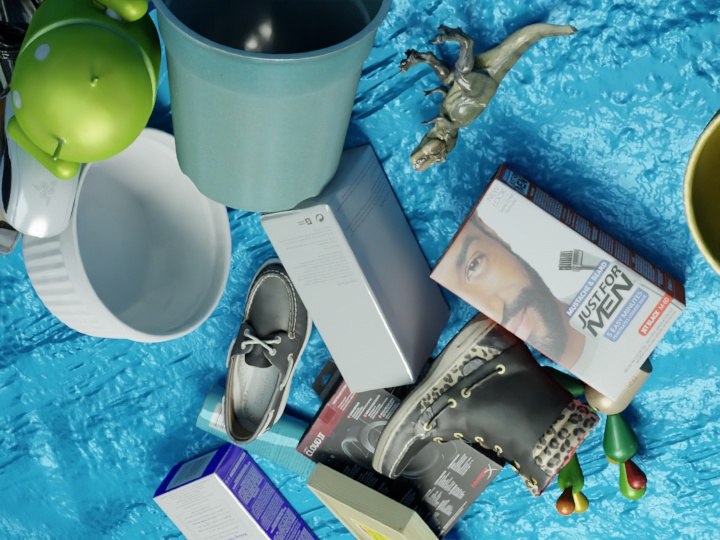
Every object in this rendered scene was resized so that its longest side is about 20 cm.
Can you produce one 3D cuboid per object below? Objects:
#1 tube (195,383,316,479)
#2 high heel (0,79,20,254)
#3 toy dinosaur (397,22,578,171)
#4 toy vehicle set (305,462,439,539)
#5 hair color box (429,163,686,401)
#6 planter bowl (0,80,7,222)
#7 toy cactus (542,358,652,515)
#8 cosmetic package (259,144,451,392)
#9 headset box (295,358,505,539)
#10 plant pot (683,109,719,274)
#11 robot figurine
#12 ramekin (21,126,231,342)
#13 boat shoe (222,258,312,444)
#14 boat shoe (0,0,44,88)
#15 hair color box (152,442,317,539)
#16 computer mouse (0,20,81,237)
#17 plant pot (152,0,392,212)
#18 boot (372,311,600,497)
[{"bbox_3d":[-0.078,0.185,1.586,0.198,0.051,0.078,25,130,3],"label":"tube"},{"bbox_3d":[-0.330,-0.117,1.296,0.071,0.142,0.202,15,89,25],"label":"high heel"},{"bbox_3d":[0.087,-0.167,1.246,0.088,0.048,0.200,31,133,-18],"label":"toy dinosaur"},{"bbox_3d":[0.031,0.272,1.528,0.123,0.027,0.200,23,161,31],"label":"toy vehicle set"},{"bbox_3d":[0.175,0.010,1.301,0.199,0.064,0.111,34,110,1],"label":"hair color box"},{"bbox_3d":[-0.397,-0.123,1.440,0.199,0.135,0.202,22,133,26],"label":"planter bowl"},{"bbox_3d":[0.207,0.137,1.391,0.200,0.102,0.165,43,121,4],"label":"toy cactus"},{"bbox_3d":[0.000,0.000,1.367,0.080,0.113,0.201,-10,117,31],"label":"cosmetic package"},{"bbox_3d":[0.039,0.162,1.490,0.199,0.077,0.149,33,132,1],"label":"headset box"},{"bbox_3d":[0.355,-0.086,1.101,0.198,0.142,0.202,13,128,17],"label":"plant pot"},{"bbox_3d":[-0.223,-0.164,1.211,0.115,0.201,0.176,23,115,-16],"label":"robot figurine"},{"bbox_3d":[-0.228,-0.029,1.405,0.104,0.200,0.201,-9,120,41],"label":"ramekin"},{"bbox_3d":[-0.100,0.085,1.494,0.073,0.060,0.202,22,118,10],"label":"boat shoe"},{"bbox_3d":[-0.298,-0.201,1.386,0.066,0.074,0.201,-9,111,44],"label":"boat shoe"},{"bbox_3d":[-0.130,0.298,1.681,0.109,0.065,0.201,-25,109,36],"label":"hair color box"},{"bbox_3d":[-0.274,-0.129,1.289,0.109,0.202,0.044,7,159,-29],"label":"computer mouse"},{"bbox_3d":[-0.082,-0.168,1.239,0.198,0.201,0.197,21,138,10],"label":"plant pot"},{"bbox_3d":[0.113,0.150,1.351,0.150,0.073,0.201,41,111,12],"label":"boot"}]
